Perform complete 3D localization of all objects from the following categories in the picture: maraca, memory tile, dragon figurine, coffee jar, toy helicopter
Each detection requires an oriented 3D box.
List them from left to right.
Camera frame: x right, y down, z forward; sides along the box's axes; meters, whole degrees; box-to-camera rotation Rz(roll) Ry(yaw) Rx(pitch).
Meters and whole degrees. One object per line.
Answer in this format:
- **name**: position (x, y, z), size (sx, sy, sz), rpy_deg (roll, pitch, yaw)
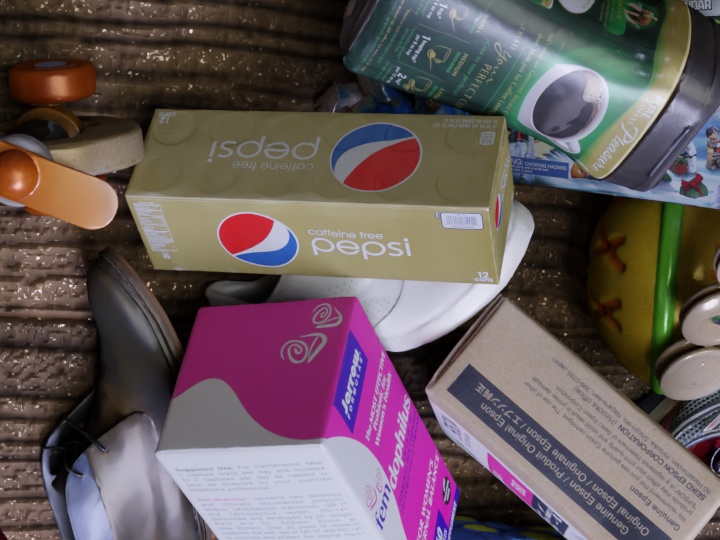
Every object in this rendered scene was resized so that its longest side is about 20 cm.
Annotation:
- **toy helicopter**: position (-0.204, -0.051, 0.804), size (0.199, 0.132, 0.079), rpy_deg (-11, 110, -24)
- **dragon figurine**: position (0.029, -0.080, 0.960), size (0.099, 0.059, 0.201), rpy_deg (-10, 109, -25)
- **coffee jar**: position (0.097, -0.121, 0.859), size (0.199, 0.085, 0.104), rpy_deg (23, 135, -12)
- **maraca**: position (0.202, -0.020, 1.035), size (0.107, 0.137, 0.201), rpy_deg (4, 101, 10)
- **memory tile**: position (0.269, 0.009, 0.948), size (0.153, 0.017, 0.200), rpy_deg (0, 139, -17)

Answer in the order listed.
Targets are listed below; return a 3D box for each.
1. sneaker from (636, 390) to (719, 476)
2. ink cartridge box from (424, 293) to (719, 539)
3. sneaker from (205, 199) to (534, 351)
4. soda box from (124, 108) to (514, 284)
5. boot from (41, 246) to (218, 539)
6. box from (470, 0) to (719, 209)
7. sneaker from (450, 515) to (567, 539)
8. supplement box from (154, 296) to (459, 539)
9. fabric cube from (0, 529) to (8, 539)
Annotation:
- **sneaker**: position (0.260, 0.091, 1.122), size (0.200, 0.075, 0.081), rpy_deg (-50, 120, -7)
- **ink cartridge box**: position (0.125, 0.110, 0.954), size (0.165, 0.200, 0.075), rpy_deg (40, 85, 13)
- **sneaker**: position (0.000, 0.000, 0.916), size (0.200, 0.075, 0.089), rpy_deg (-27, 117, 22)
- **soda box**: position (-0.021, -0.041, 0.869), size (0.064, 0.199, 0.068), rpy_deg (77, 21, -50)
- **boot**: position (-0.141, 0.091, 0.912), size (0.097, 0.075, 0.201), rpy_deg (-27, 117, -22)
- **box**: position (0.159, -0.113, 0.946), size (0.040, 0.199, 0.137), rpy_deg (-24, 119, -58)
- **sneaker**: position (0.086, 0.210, 1.066), size (0.199, 0.071, 0.083), rpy_deg (13, 92, -33)
- **supplement box**: position (-0.024, 0.116, 0.914), size (0.200, 0.103, 0.101), rpy_deg (61, 32, -44)
- **fabric cube**: position (-0.293, 0.144, 0.776), size (0.199, 0.200, 0.197), rpy_deg (-38, 117, -14)
